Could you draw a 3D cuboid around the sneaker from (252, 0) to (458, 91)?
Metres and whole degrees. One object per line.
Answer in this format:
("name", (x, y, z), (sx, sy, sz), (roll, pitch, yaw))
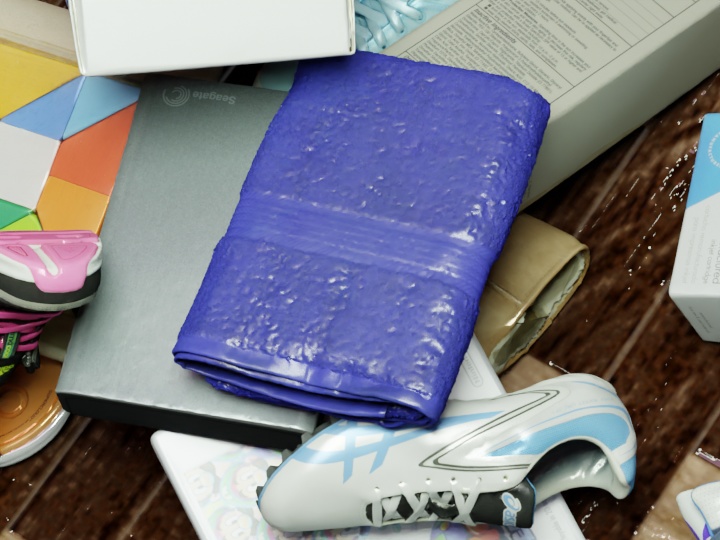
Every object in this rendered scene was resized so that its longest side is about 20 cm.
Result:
("sneaker", (0.019, -0.153, 1.333), (0.200, 0.082, 0.074), (-32, 54, -24))

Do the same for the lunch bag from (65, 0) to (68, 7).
("lunch bag", (-0.086, -0.201, 1.407), (0.200, 0.076, 0.160), (-17, 66, 4))

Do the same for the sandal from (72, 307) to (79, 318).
("sandal", (-0.083, 0.066, 1.264), (0.200, 0.048, 0.075), (42, 84, 2))

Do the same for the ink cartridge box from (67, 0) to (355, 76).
("ink cartridge box", (-0.088, -0.163, 1.245), (0.145, 0.200, 0.084), (-6, 104, -6))

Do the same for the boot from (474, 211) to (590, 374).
("boot", (0.000, 0.000, 1.301), (0.200, 0.066, 0.175), (34, 76, 21))

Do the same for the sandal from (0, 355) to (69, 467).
("sandal", (-0.267, 0.075, 1.319), (0.206, 0.059, 0.079), (-7, 64, 7))

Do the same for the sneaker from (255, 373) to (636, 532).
("sneaker", (0.046, 0.104, 1.176), (0.200, 0.072, 0.073), (-12, 51, -8))

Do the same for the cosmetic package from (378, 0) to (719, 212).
("cosmetic package", (0.109, -0.118, 1.304), (0.200, 0.073, 0.104), (-34, 61, -23))

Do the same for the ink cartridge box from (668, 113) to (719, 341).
("ink cartridge box", (0.277, -0.022, 1.229), (0.200, 0.067, 0.116), (1, 64, 29))

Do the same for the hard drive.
("hard drive", (-0.071, -0.008, 1.240), (0.139, 0.033, 0.200), (8, 63, 9))

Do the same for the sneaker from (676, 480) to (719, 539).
("sneaker", (0.202, 0.181, 1.177), (0.200, 0.081, 0.146), (-46, 57, -8))

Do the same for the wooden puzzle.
("wooden puzzle", (-0.196, -0.061, 1.332), (0.185, 0.037, 0.200), (18, 80, 20))

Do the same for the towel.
("towel", (0.005, -0.017, 1.186), (0.148, 0.050, 0.200), (13, 65, 19))

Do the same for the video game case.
("video game case", (0.013, 0.135, 1.219), (0.182, 0.024, 0.200), (-26, 80, -10))

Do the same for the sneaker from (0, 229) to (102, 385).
("sneaker", (-0.191, 0.022, 1.224), (0.074, 0.200, 0.088), (-1, 90, -31))
